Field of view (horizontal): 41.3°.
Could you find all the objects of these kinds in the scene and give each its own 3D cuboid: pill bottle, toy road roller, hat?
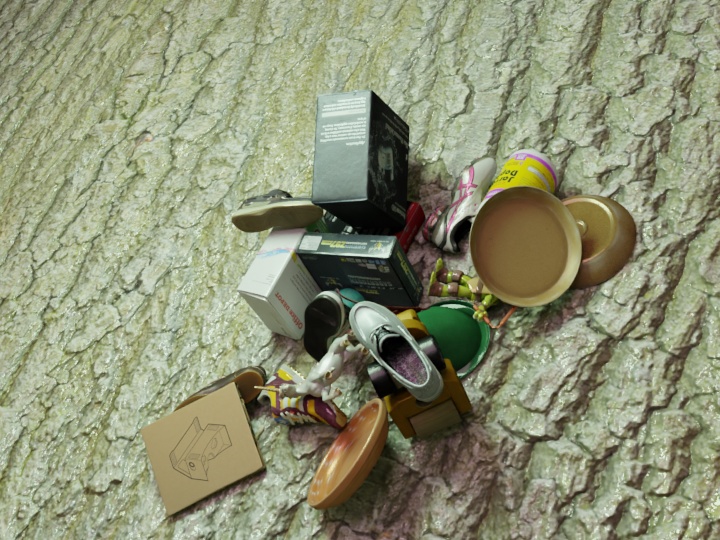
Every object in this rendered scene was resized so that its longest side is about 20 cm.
[{"bbox_3d":[0.271,-0.115,1.698,0.102,0.105,0.201,10,50,33],"label":"pill bottle"},{"bbox_3d":[0.087,0.159,1.550,0.121,0.202,0.147,-24,38,7],"label":"toy road roller"},{"bbox_3d":[0.103,0.083,1.605,0.198,0.177,0.167,-31,47,2],"label":"hat"}]

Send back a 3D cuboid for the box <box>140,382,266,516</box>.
[{"bbox_3d":[-0.280,0.316,1.697,0.197,0.021,0.166,-26,71,7],"label":"box"}]

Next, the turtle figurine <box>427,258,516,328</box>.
[{"bbox_3d":[0.205,0.026,1.669,0.158,0.065,0.202,13,48,14],"label":"turtle figurine"}]

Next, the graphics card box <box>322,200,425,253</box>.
[{"bbox_3d":[0.016,-0.087,1.869,0.197,0.051,0.127,15,64,34],"label":"graphics card box"}]

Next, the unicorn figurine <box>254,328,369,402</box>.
[{"bbox_3d":[-0.060,0.168,1.594,0.199,0.075,0.137,-36,9,-24],"label":"unicorn figurine"}]

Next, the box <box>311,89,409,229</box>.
[{"bbox_3d":[0.005,-0.197,1.752,0.115,0.196,0.205,-2,78,24],"label":"box"}]

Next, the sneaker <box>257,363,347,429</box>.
[{"bbox_3d":[-0.102,0.243,1.667,0.090,0.075,0.199,-47,38,-13],"label":"sneaker"}]

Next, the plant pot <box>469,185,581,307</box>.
[{"bbox_3d":[0.274,-0.039,1.604,0.195,0.027,0.205,1,83,-9],"label":"plant pot"}]

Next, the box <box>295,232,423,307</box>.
[{"bbox_3d":[0.000,0.000,1.738,0.196,0.159,0.052,5,58,29],"label":"box"}]

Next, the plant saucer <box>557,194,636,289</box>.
[{"bbox_3d":[0.379,-0.062,1.669,0.196,0.036,0.203,-15,50,18],"label":"plant saucer"}]

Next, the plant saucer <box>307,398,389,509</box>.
[{"bbox_3d":[-0.014,0.300,1.534,0.201,0.037,0.200,-52,8,10],"label":"plant saucer"}]

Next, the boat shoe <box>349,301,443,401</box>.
[{"bbox_3d":[0.049,0.110,1.432,0.070,0.072,0.201,-42,60,-4],"label":"boat shoe"}]

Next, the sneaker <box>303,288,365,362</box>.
[{"bbox_3d":[-0.037,0.072,1.699,0.083,0.201,0.121,34,58,10],"label":"sneaker"}]

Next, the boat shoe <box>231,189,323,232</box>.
[{"bbox_3d":[-0.152,-0.118,1.770,0.196,0.072,0.066,-8,55,33],"label":"boat shoe"}]

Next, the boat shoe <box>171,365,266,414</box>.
[{"bbox_3d":[-0.259,0.238,1.762,0.197,0.071,0.070,-26,9,5],"label":"boat shoe"}]

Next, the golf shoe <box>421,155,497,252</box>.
[{"bbox_3d":[0.204,-0.120,1.786,0.091,0.073,0.202,31,83,34],"label":"golf shoe"}]

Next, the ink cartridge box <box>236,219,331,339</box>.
[{"bbox_3d":[-0.128,0.004,1.810,0.083,0.145,0.202,11,61,35],"label":"ink cartridge box"}]
